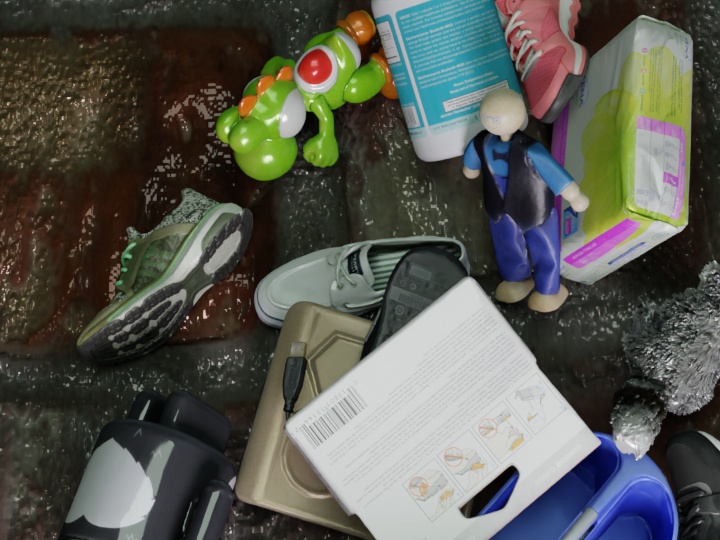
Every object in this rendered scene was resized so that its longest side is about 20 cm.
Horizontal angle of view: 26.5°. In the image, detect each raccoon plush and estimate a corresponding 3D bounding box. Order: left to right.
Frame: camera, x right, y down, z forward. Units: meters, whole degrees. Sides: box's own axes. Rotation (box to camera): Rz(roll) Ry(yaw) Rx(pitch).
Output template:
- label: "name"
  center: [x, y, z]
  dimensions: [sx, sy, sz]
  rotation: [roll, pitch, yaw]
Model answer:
- label: "raccoon plush"
  center: [0.293, 0.070, 1.272]
  dimensions: [0.096, 0.134, 0.201]
  rotation: [36, 40, -13]

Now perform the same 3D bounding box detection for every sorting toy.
- label: "sorting toy"
  center: [0.009, 0.138, 1.317]
  dimensions: [0.198, 0.037, 0.187]
  rotation: [16, 68, 0]

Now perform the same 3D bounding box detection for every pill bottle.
- label: "pill bottle"
  center: [0.076, -0.209, 1.388]
  dimensions: [0.110, 0.111, 0.202]
  rotation: [-18, 99, -7]

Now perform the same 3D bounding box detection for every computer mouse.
- label: "computer mouse"
  center: [0.009, 0.070, 1.302]
  dimensions: [0.139, 0.046, 0.202]
  rotation: [15, 79, -5]

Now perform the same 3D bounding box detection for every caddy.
- label: "caddy"
  center: [0.168, 0.228, 1.246]
  dimensions: [0.141, 0.105, 0.200]
  rotation: [39, 73, 16]

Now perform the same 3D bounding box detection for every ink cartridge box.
- label: "ink cartridge box"
  center: [0.066, 0.135, 1.248]
  dimensions: [0.199, 0.045, 0.177]
  rotation: [-37, 84, -11]

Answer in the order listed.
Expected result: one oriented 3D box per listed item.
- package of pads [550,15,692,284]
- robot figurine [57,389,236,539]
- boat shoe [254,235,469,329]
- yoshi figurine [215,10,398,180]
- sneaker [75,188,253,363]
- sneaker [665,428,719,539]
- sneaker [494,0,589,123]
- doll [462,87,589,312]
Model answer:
- label: "package of pads"
  center: [0.229, -0.107, 1.358]
  dimensions: [0.068, 0.154, 0.202]
  rotation: [15, 66, -19]
- label: "robot figurine"
  center: [-0.176, 0.199, 1.251]
  dimensions: [0.124, 0.150, 0.202]
  rotation: [21, 68, -5]
- label: "boat shoe"
  center: [0.000, 0.000, 1.366]
  dimensions: [0.198, 0.067, 0.074]
  rotation: [-14, 67, -5]
- label: "yoshi figurine"
  center: [-0.053, -0.153, 1.433]
  dimensions: [0.199, 0.112, 0.113]
  rotation: [-34, 111, -28]
- label: "sneaker"
  center: [-0.189, 0.002, 1.375]
  dimensions: [0.088, 0.077, 0.200]
  rotation: [34, 66, 28]
- label: "sneaker"
  center: [0.288, 0.227, 1.250]
  dimensions: [0.087, 0.076, 0.202]
  rotation: [-11, 65, -26]
- label: "sneaker"
  center: [0.158, -0.215, 1.426]
  dimensions: [0.086, 0.074, 0.201]
  rotation: [20, 44, -16]
- label: "doll"
  center: [0.140, -0.064, 1.318]
  dimensions: [0.048, 0.202, 0.136]
  rotation: [-33, 33, -34]
